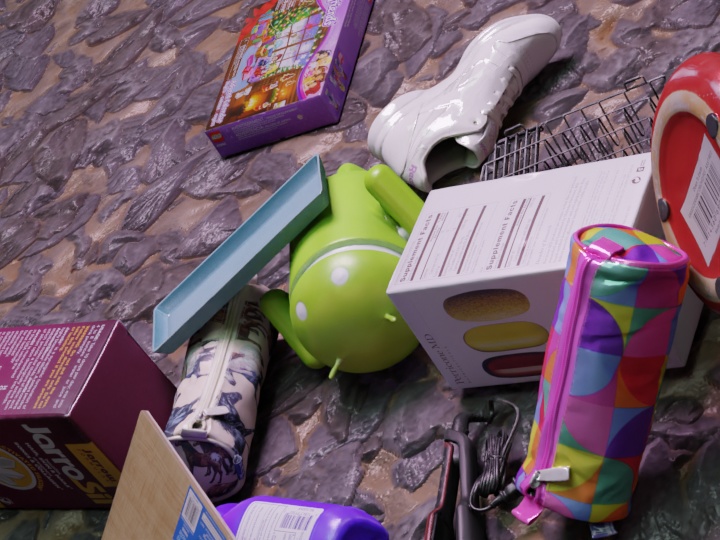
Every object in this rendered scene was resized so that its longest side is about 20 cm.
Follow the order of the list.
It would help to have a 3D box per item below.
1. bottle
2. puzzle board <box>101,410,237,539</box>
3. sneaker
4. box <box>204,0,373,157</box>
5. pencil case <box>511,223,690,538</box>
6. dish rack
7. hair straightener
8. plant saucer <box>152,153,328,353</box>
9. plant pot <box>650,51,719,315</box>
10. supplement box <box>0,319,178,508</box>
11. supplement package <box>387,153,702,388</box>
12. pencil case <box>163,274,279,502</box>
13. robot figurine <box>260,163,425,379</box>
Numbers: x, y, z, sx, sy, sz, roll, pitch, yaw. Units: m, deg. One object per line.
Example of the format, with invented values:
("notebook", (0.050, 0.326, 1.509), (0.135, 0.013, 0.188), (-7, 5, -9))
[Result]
("bottle", (-0.065, 0.206, 1.428), (0.199, 0.065, 0.084), (-2, 70, 49))
("puzzle board", (-0.146, 0.217, 1.468), (0.200, 0.017, 0.152), (44, 120, 55))
("sneaker", (0.106, -0.141, 1.721), (0.200, 0.075, 0.100), (-39, 52, -4))
("box", (-0.069, -0.208, 1.964), (0.136, 0.039, 0.201), (-15, 39, 27))
("pencil case", (0.158, 0.072, 1.302), (0.088, 0.088, 0.202), (34, 117, 55))
("dish rack", (0.187, -0.078, 1.574), (0.199, 0.055, 0.154), (-21, 35, 25))
("hair straightener", (0.089, 0.162, 1.390), (0.076, 0.041, 0.201), (-17, 34, 25))
("plant saucer", (-0.096, -0.010, 1.596), (0.200, 0.019, 0.070), (-44, 25, 19))
("plant pot", (0.296, -0.070, 1.284), (0.181, 0.202, 0.201), (-11, 31, -14))
("supplement box", (-0.255, 0.123, 1.649), (0.199, 0.131, 0.104), (-6, 45, 38))
("supplement package", (0.140, 0.004, 1.446), (0.199, 0.114, 0.110), (-9, 41, 36))
("pencil case", (-0.114, 0.092, 1.599), (0.201, 0.077, 0.090), (-79, 8, -46))
("robot figurine", (0.000, 0.000, 1.583), (0.176, 0.115, 0.201), (-46, 26, 28))
